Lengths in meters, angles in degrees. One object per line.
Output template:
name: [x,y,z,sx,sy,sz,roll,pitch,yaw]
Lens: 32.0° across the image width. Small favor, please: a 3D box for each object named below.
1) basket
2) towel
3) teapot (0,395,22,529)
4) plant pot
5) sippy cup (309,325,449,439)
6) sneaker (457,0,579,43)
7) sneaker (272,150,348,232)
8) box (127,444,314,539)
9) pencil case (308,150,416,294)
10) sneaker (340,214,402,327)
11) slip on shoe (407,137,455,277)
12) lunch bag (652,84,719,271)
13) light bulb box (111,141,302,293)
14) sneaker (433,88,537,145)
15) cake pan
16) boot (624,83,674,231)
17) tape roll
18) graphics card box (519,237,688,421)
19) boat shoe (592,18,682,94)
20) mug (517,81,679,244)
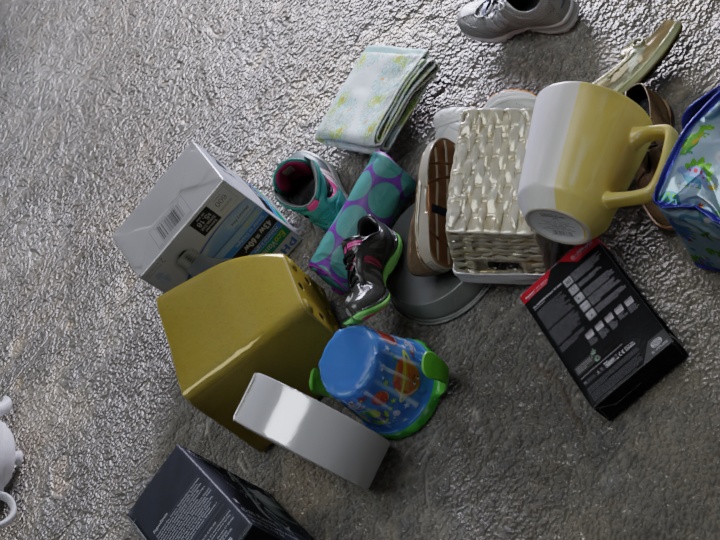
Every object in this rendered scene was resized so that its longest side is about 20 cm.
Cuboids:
basket: [0.187,-0.099,1.616,0.133,0.124,0.203,2,65,16]
towel: [0.021,-0.261,1.909,0.172,0.048,0.199,-57,30,-9]
teapot: [-0.640,0.318,2.103,0.197,0.144,0.204,-177,93,-68]
plant pot: [-0.139,0.093,1.772,0.199,0.194,0.197,-36,47,10]
sippy cup: [0.018,0.137,1.639,0.178,0.130,0.140,-43,47,15]
sneaker: [0.218,-0.385,1.815,0.198,0.082,0.076,-1,65,40]
sneaker: [-0.090,-0.138,1.906,0.084,0.120,0.201,-45,44,9]
box: [-0.162,0.353,1.621,0.196,0.200,0.125,33,86,46]
pencil case: [0.006,-0.066,1.807,0.084,0.092,0.202,29,82,13]
sneaker: [0.000,0.000,1.682,0.076,0.084,0.201,-29,27,28]
slip on shoe: [0.098,-0.085,1.701,0.060,0.075,0.203,-27,53,48]
lunch bag: [0.429,-0.113,1.407,0.126,0.170,0.202,22,79,39]
light bulb box: [-0.233,-0.051,1.921,0.199,0.199,0.125,-48,46,7]
sneaker: [0.183,-0.187,1.745,0.198,0.075,0.094,-11,66,45]
cake pan: [0.107,-0.025,1.730,0.198,0.037,0.203,-21,53,31]
boot: [0.362,-0.143,1.554,0.073,0.075,0.203,-22,55,25]
tape roll: [-0.063,0.208,1.621,0.201,0.202,0.072,19,79,45]
graphics card box: [0.289,0.065,1.510,0.125,0.051,0.201,-42,44,13]
boat shoe: [0.335,-0.256,1.635,0.063,0.073,0.201,44,106,8]
mug: [0.261,-0.122,1.470,0.155,0.148,0.187,-67,10,-20]
